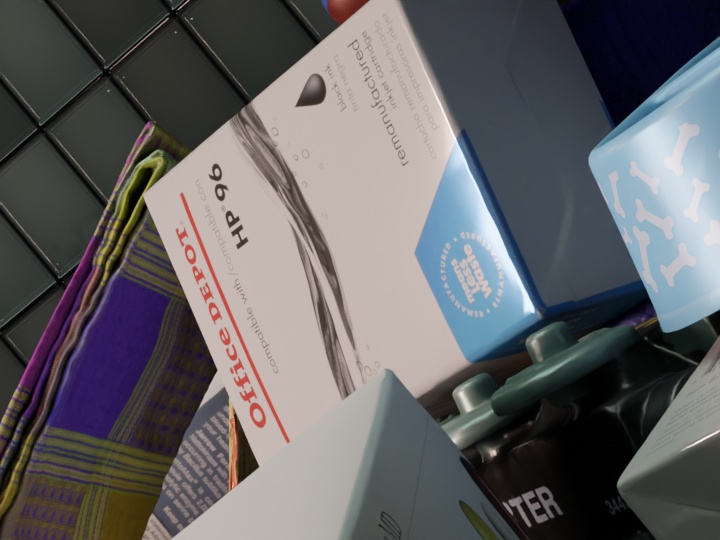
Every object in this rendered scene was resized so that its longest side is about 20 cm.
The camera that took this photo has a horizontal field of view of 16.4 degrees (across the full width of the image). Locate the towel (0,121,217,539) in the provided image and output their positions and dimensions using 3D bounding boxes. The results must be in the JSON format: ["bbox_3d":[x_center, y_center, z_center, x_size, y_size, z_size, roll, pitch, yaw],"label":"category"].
[{"bbox_3d":[-0.091,0.054,0.944,0.200,0.023,0.144,-66,-21,-5],"label":"towel"}]

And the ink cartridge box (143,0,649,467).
[{"bbox_3d":[0.001,-0.004,0.837,0.068,0.116,0.200,-15,-14,-40],"label":"ink cartridge box"}]

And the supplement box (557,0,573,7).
[{"bbox_3d":[0.162,-0.087,0.913,0.200,0.131,0.103,-36,-37,30],"label":"supplement box"}]

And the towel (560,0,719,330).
[{"bbox_3d":[0.133,-0.048,0.817,0.200,0.148,0.050,-35,-8,33],"label":"towel"}]

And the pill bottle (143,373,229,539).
[{"bbox_3d":[-0.075,0.089,1.342,0.200,0.120,0.120,-40,5,-10],"label":"pill bottle"}]

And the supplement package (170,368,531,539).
[{"bbox_3d":[-0.023,0.129,0.602,0.156,0.111,0.200,-39,5,9],"label":"supplement package"}]

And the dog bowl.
[{"bbox_3d":[0.123,-0.050,0.670,0.111,0.050,0.200,-37,1,27],"label":"dog bowl"}]

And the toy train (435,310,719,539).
[{"bbox_3d":[0.078,0.054,0.751,0.114,0.085,0.200,-27,-4,-27],"label":"toy train"}]

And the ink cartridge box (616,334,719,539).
[{"bbox_3d":[0.158,0.004,0.624,0.116,0.068,0.200,-35,7,40],"label":"ink cartridge box"}]

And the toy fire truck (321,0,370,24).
[{"bbox_3d":[0.061,-0.145,0.828,0.168,0.112,0.200,-53,-15,19],"label":"toy fire truck"}]

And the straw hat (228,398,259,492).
[{"bbox_3d":[-0.016,0.078,1.114,0.085,0.202,0.201,1,3,-4],"label":"straw hat"}]
